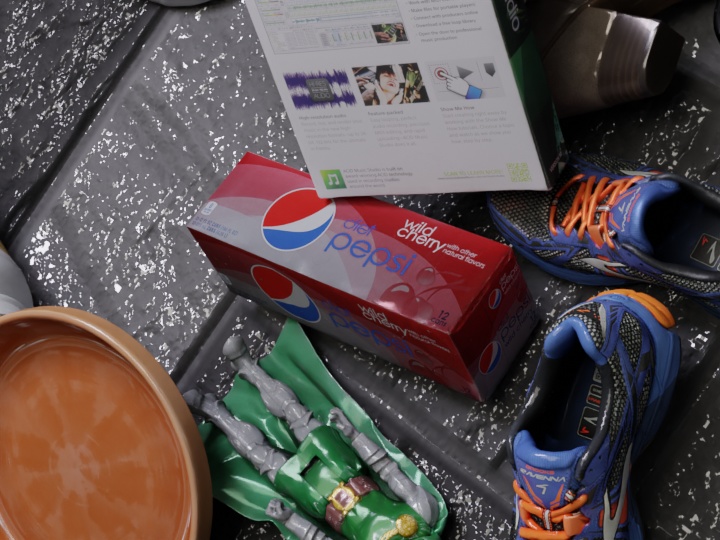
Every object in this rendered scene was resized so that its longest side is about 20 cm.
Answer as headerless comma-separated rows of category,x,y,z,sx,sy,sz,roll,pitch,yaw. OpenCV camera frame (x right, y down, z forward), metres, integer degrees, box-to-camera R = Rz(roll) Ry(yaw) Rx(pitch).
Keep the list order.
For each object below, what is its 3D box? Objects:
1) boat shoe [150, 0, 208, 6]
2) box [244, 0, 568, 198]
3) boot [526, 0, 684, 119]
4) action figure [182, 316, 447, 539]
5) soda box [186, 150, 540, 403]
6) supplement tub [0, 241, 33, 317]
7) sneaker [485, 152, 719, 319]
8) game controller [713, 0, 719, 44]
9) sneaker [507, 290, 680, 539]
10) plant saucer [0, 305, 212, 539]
boat shoe,-0.161,-0.234,1.209,0.200,0.066,0.072,25,86,37
box,0.014,-0.129,0.919,0.144,0.200,0.036,0,37,30
boot,0.132,-0.175,1.002,0.146,0.070,0.200,15,72,44
action figure,-0.018,0.116,0.992,0.200,0.055,0.118,38,91,33
soda box,0.000,0.000,1.004,0.200,0.070,0.063,22,64,36
supplement tub,-0.299,0.010,1.152,0.144,0.144,0.200,-46,54,9
sneaker,0.148,-0.027,0.923,0.199,0.078,0.076,15,79,36
game controller,0.281,-0.149,0.909,0.199,0.042,0.105,7,76,34
sneaker,0.100,0.106,0.881,0.075,0.078,0.201,7,89,35
plant saucer,-0.169,0.119,1.051,0.200,0.032,0.201,7,104,30
